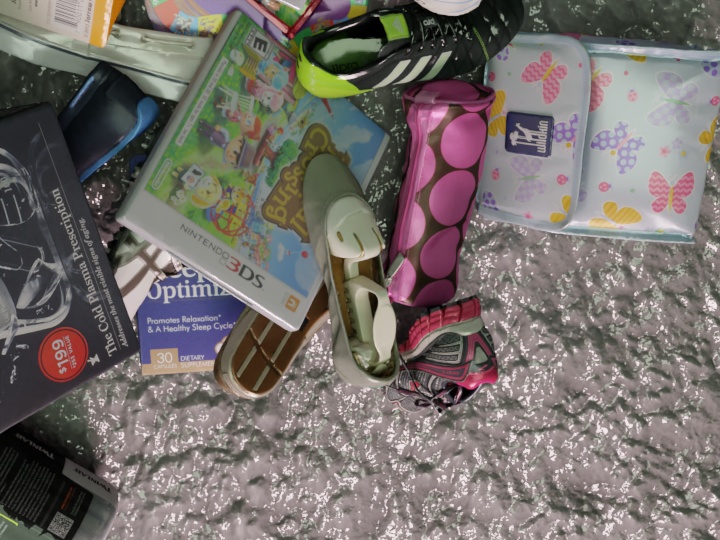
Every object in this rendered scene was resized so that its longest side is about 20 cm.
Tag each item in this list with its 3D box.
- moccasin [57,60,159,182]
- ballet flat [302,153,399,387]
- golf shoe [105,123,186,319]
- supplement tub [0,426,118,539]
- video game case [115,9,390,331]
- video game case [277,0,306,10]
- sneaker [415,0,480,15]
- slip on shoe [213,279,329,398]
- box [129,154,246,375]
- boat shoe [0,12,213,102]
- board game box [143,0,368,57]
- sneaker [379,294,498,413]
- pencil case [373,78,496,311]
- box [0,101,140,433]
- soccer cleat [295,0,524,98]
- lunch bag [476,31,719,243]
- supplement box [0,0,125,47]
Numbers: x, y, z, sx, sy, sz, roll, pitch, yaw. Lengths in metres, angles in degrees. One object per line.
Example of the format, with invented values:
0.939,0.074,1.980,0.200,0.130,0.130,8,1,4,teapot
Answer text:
-0.249,-0.101,0.764,0.199,0.081,0.068,-33,106,22,moccasin
0.000,0.000,0.780,0.067,0.063,0.203,-14,99,-33,ballet flat
-0.166,-0.018,0.783,0.094,0.078,0.202,21,101,-13,golf shoe
-0.331,0.203,0.835,0.199,0.123,0.123,37,99,-18,supplement tub
-0.080,-0.081,0.776,0.181,0.022,0.202,35,71,-29,video game case
-0.080,-0.310,0.643,0.180,0.023,0.201,19,117,-23,video game case
0.009,-0.263,0.717,0.198,0.073,0.072,24,61,9,sneaker
-0.061,0.030,0.838,0.076,0.060,0.201,42,66,-19,slip on shoe
-0.147,-0.005,0.848,0.119,0.032,0.203,-3,107,-8,box
-0.216,-0.194,0.753,0.197,0.071,0.071,14,104,-11,boat shoe
-0.085,-0.244,0.776,0.197,0.039,0.160,-8,108,-6,board game box
0.065,0.096,0.841,0.080,0.200,0.075,-16,71,-17,sneaker
0.060,-0.067,0.817,0.093,0.090,0.203,-10,117,-40,pencil case
-0.284,0.007,0.659,0.181,0.103,0.202,-32,115,-38,box
0.043,-0.189,0.755,0.198,0.081,0.068,-18,85,-2,soccer cleat
0.202,-0.119,0.819,0.197,0.127,0.172,7,106,5,lunch bag
-0.265,-0.259,0.686,0.198,0.127,0.074,17,139,-11,supplement box
